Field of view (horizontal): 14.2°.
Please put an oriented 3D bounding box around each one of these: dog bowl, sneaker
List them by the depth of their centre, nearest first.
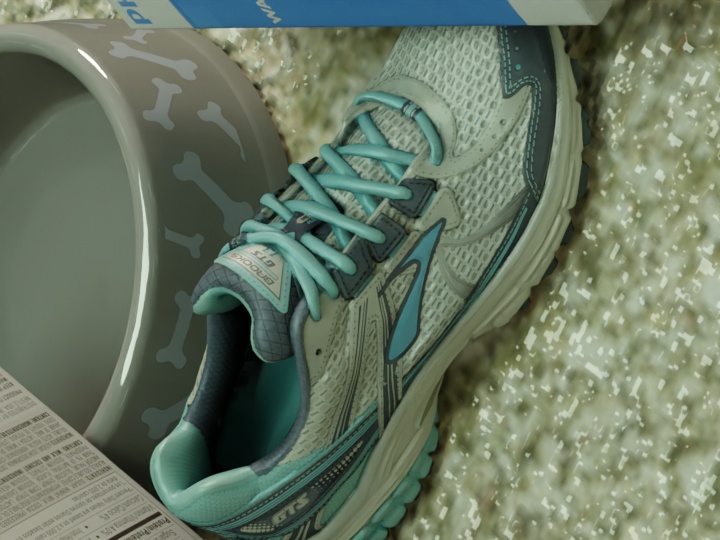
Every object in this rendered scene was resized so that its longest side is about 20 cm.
[{"bbox_3d":[0.000,0.000,0.879,0.078,0.086,0.200,34,107,42],"label":"sneaker"},{"bbox_3d":[-0.111,0.005,1.006,0.200,0.059,0.201,-9,77,43],"label":"dog bowl"}]

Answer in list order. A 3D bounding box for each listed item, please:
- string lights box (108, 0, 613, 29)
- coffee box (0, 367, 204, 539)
[{"bbox_3d":[0.005,-0.130,0.884,0.200,0.059,0.103,4,53,45],"label":"string lights box"},{"bbox_3d":[-0.116,0.116,0.922,0.200,0.080,0.113,39,120,15],"label":"coffee box"}]
